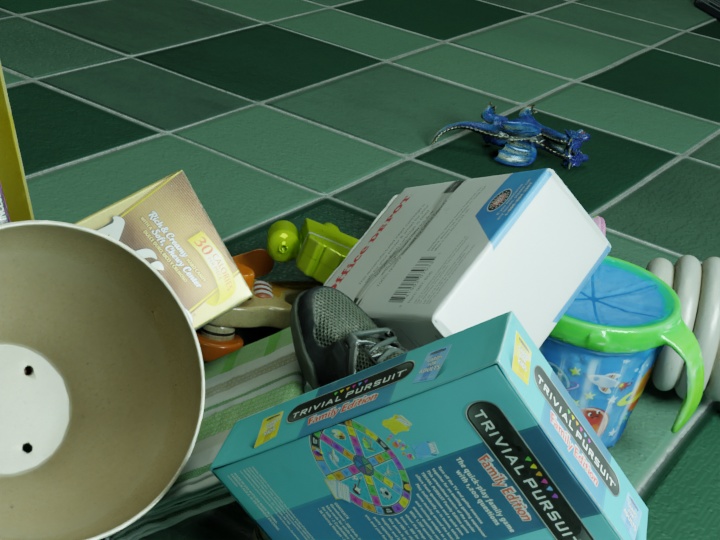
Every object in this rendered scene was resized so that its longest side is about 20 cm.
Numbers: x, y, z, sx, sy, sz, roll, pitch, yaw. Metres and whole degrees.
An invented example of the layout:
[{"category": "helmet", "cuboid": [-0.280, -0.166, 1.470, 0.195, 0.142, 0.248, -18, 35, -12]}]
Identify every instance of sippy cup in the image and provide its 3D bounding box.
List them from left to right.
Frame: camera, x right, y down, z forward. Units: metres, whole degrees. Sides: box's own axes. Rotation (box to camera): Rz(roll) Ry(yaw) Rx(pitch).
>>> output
[{"category": "sippy cup", "cuboid": [0.176, 0.070, 0.910, 0.139, 0.131, 0.178, -1, 28, -18]}]

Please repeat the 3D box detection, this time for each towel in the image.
[{"category": "towel", "cuboid": [-0.099, 0.111, 0.809, 0.149, 0.031, 0.200, -23, 19, 18]}]

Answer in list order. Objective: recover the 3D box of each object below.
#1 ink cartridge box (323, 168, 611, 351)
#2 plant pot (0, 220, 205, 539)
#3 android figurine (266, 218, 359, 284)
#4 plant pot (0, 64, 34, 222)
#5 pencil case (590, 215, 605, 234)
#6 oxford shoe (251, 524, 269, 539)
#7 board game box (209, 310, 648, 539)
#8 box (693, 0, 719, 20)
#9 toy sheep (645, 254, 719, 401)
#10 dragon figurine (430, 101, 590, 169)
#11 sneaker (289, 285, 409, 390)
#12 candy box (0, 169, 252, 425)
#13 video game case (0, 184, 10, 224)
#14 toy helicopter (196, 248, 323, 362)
[{"category": "ink cartridge box", "cuboid": [0.067, 0.007, 0.852, 0.145, 0.084, 0.200, -50, 21, -19]}, {"category": "plant pot", "cuboid": [-0.219, 0.081, 0.739, 0.200, 0.201, 0.134, -12, -7, -33]}, {"category": "android figurine", "cuboid": [0.000, 0.000, 1.036, 0.181, 0.041, 0.200, 22, 10, -10]}, {"category": "plant pot", "cuboid": [-0.434, -0.081, 1.006, 0.176, 0.201, 0.200, 3, 25, 18]}, {"category": "pencil case", "cuboid": [0.149, -0.028, 1.150, 0.199, 0.088, 0.088, 8, 27, 0]}, {"category": "oxford shoe", "cuboid": [0.023, 0.154, 0.773, 0.199, 0.074, 0.071, -9, 31, -28]}, {"category": "board game box", "cuboid": [0.037, 0.124, 0.642, 0.200, 0.151, 0.047, -24, 23, 30]}, {"category": "box", "cuboid": [0.794, -0.605, 2.281, 0.123, 0.199, 0.200, 0, 29, -14]}, {"category": "toy sheep", "cuboid": [0.287, 0.051, 0.972, 0.199, 0.138, 0.138, 11, 27, 7]}, {"category": "dragon figurine", "cuboid": [0.199, -0.173, 1.459, 0.199, 0.059, 0.100, 0, 28, -15]}, {"category": "sneaker", "cuboid": [0.026, 0.066, 0.735, 0.076, 0.114, 0.200, -3, 46, -36]}, {"category": "candy box", "cuboid": [-0.198, 0.021, 0.864, 0.200, 0.116, 0.055, -30, 2, -20]}, {"category": "video game case", "cuboid": [-0.351, 0.002, 0.858, 0.181, 0.201, 0.036, -14, 1, -36]}, {"category": "toy helicopter", "cuboid": [-0.091, 0.022, 1.028, 0.199, 0.079, 0.132, -1, 17, -38]}]
